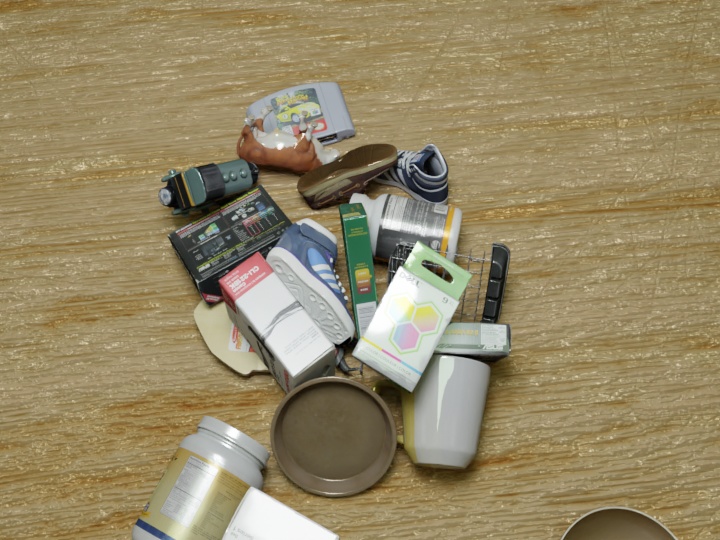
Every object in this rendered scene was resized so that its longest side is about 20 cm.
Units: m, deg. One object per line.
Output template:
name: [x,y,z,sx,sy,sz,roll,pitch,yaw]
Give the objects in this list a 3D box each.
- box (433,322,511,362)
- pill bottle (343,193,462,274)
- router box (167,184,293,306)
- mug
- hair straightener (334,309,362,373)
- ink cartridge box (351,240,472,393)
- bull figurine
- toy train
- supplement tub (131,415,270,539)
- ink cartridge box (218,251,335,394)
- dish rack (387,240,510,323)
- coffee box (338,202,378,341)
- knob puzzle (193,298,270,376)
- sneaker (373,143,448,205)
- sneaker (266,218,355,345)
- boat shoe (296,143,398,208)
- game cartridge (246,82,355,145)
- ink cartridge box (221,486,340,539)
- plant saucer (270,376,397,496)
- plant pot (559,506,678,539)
box: [0.132,0.115,1.218,0.194,0.159,0.050,2,80,3]
pill bottle: [0.074,-0.069,1.333,0.194,0.117,0.119,11,65,7]
router box: [-0.218,-0.048,1.333,0.197,0.063,0.150,-29,48,-14]
mug: [0.117,0.228,1.200,0.146,0.185,0.158,15,70,-29]
hair straightener: [-0.043,0.084,1.291,0.076,0.041,0.202,-25,71,-28]
ink cartridge box: [0.079,0.064,1.118,0.102,0.059,0.203,29,83,6]
bull figurine: [-0.130,-0.231,1.401,0.194,0.124,0.066,3,41,-8]
toy train: [-0.262,-0.151,1.346,0.112,0.199,0.088,-13,96,32]
supplement tub: [-0.231,0.336,1.133,0.141,0.145,0.203,23,67,12]
ink cartridge box: [-0.130,0.095,1.211,0.083,0.145,0.201,-36,71,-18]
dish rack: [0.142,0.021,1.269,0.194,0.157,0.055,10,32,11]
coffee box: [0.000,0.000,1.243,0.043,0.123,0.206,-8,103,-2]
knob puzzle: [-0.187,0.085,1.310,0.213,0.031,0.225,1,65,-3]
sneaker: [0.078,-0.197,1.397,0.197,0.109,0.071,30,68,15]
sneaker: [-0.053,0.005,1.264,0.201,0.080,0.147,48,46,-7]
boat shoe: [-0.016,-0.165,1.384,0.196,0.073,0.073,-22,37,13]
game cartridge: [-0.120,-0.296,1.491,0.195,0.041,0.136,-17,61,-6]
ink cartridge box: [-0.100,0.390,1.072,0.143,0.201,0.086,25,67,12]
plant saucer: [-0.041,0.252,1.172,0.194,0.030,0.206,1,108,2]
plant pot: [0.352,0.449,1.069,0.194,0.135,0.205,-1,63,1]
